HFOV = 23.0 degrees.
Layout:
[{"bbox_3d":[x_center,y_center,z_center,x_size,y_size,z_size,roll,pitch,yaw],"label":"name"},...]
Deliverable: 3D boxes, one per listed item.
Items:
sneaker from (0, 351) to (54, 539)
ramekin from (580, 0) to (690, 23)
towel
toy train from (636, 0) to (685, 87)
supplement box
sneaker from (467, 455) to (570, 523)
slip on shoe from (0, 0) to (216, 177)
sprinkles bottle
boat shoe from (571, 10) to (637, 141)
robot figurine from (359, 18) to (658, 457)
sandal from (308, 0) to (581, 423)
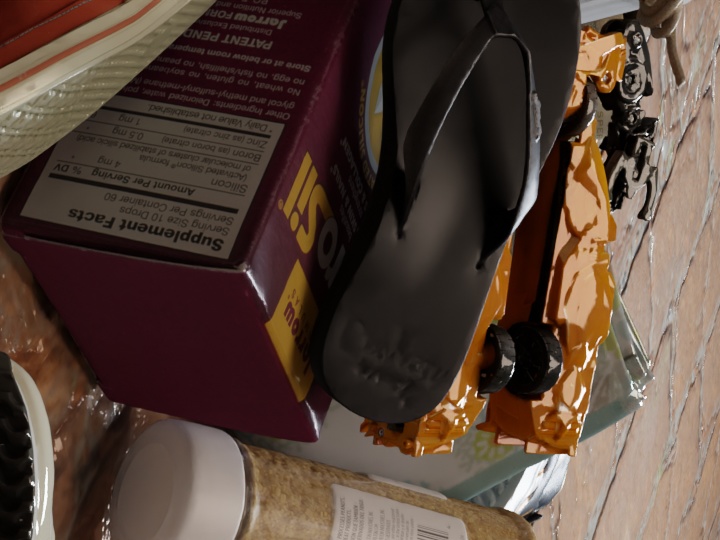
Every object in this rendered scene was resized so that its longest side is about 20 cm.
[{"bbox_3d":[-0.138,0.119,0.613,0.093,0.070,0.200,-70,164,-81],"label":"sneaker"},{"bbox_3d":[0.107,-0.228,0.977,0.200,0.098,0.201,33,49,-48],"label":"ramekin"},{"bbox_3d":[0.031,0.033,0.835,0.171,0.200,0.048,67,-6,-32],"label":"towel"},{"bbox_3d":[0.121,-0.191,0.744,0.116,0.085,0.200,52,34,-51],"label":"toy train"},{"bbox_3d":[-0.044,-0.053,0.718,0.131,0.103,0.200,72,34,-55],"label":"supplement box"},{"bbox_3d":[0.061,0.114,0.950,0.200,0.078,0.079,-41,149,-31],"label":"sneaker"},{"bbox_3d":[-0.106,-0.087,0.606,0.200,0.061,0.074,-48,-176,-39],"label":"slip on shoe"},{"bbox_3d":[-0.012,0.121,0.790,0.200,0.068,0.068,20,78,-34],"label":"sprinkles bottle"},{"bbox_3d":[0.151,-0.170,1.131,0.071,0.064,0.200,76,15,-66],"label":"boat shoe"},{"bbox_3d":[0.058,-0.024,0.736,0.145,0.058,0.200,6,94,-40],"label":"robot figurine"},{"bbox_3d":[0.039,-0.038,0.659,0.043,0.076,0.200,-159,-98,-70],"label":"sandal"}]
